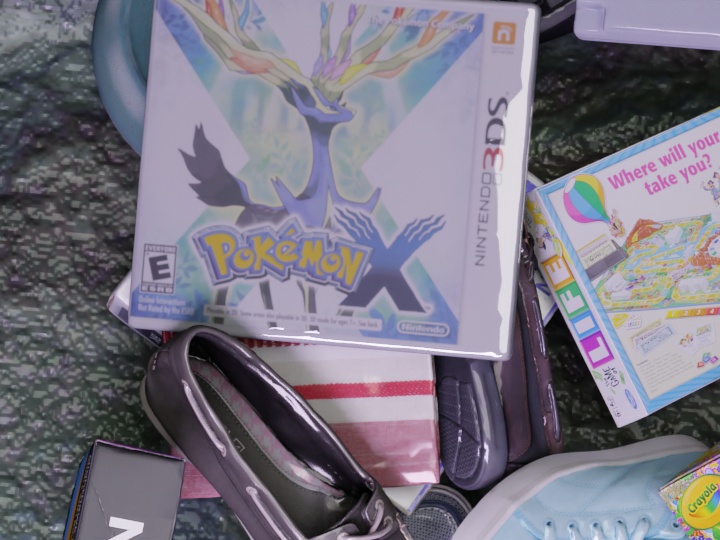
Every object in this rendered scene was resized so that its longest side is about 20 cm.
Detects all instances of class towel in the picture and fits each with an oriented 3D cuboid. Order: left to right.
[{"bbox_3d":[-0.033,0.017,1.389,0.144,0.023,0.200,-3,92,5],"label":"towel"}]

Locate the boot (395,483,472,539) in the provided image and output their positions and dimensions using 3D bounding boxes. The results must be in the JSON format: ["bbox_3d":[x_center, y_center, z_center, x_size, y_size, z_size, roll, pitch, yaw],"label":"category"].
[{"bbox_3d":[-0.016,0.180,1.389,0.200,0.090,0.073,-37,88,-12],"label":"boot"}]

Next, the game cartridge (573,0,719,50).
[{"bbox_3d":[0.192,-0.213,1.414,0.133,0.041,0.200,5,76,18],"label":"game cartridge"}]

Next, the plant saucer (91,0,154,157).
[{"bbox_3d":[-0.050,-0.134,1.434,0.200,0.027,0.200,-2,70,6],"label":"plant saucer"}]

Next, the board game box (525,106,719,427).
[{"bbox_3d":[0.195,-0.015,1.452,0.200,0.034,0.135,-24,86,-27],"label":"board game box"}]

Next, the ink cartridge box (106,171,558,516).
[{"bbox_3d":[0.000,0.000,1.443,0.200,0.043,0.198,37,77,1],"label":"ink cartridge box"}]

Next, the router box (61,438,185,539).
[{"bbox_3d":[-0.135,0.192,1.341,0.051,0.149,0.200,11,79,-7],"label":"router box"}]

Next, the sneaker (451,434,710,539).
[{"bbox_3d":[0.136,0.138,1.384,0.200,0.082,0.074,-18,122,-34],"label":"sneaker"}]

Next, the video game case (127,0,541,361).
[{"bbox_3d":[-0.014,-0.053,1.359,0.200,0.022,0.183,5,91,8],"label":"video game case"}]

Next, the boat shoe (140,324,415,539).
[{"bbox_3d":[-0.032,0.108,1.342,0.200,0.057,0.067,45,56,4],"label":"boat shoe"}]

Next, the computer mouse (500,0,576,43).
[{"bbox_3d":[0.137,-0.178,1.464,0.200,0.053,0.139,-20,72,6],"label":"computer mouse"}]

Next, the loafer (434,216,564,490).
[{"bbox_3d":[0.068,0.014,1.403,0.063,0.072,0.200,-4,87,-29],"label":"loafer"}]

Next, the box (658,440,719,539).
[{"bbox_3d":[0.298,0.130,1.386,0.200,0.122,0.193,-30,86,-43],"label":"box"}]
